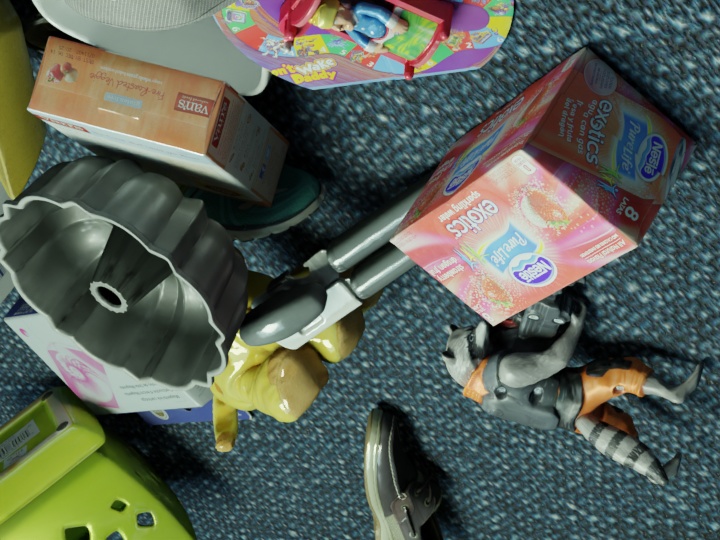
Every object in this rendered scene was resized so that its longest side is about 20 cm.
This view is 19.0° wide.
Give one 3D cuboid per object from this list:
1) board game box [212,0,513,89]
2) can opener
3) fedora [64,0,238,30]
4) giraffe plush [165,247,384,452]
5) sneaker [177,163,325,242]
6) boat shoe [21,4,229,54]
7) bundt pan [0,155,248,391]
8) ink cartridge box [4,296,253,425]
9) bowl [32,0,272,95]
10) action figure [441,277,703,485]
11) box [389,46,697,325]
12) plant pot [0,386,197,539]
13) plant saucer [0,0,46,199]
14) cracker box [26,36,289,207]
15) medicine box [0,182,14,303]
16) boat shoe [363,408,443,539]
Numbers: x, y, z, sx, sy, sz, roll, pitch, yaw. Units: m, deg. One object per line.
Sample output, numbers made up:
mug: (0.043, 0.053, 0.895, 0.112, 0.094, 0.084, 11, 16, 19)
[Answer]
board game box: (-0.002, -0.157, 1.361, 0.198, 0.039, 0.158, -5, 144, 18)
can opener: (0.000, 0.000, 1.571, 0.199, 0.067, 0.053, -36, 110, 20)
fedora: (-0.112, -0.205, 1.275, 0.198, 0.177, 0.091, -10, 127, 4)
giraffe plush: (-0.104, 0.025, 1.702, 0.162, 0.173, 0.200, 42, 136, -14)
sneaker: (-0.119, -0.081, 1.663, 0.199, 0.078, 0.080, 19, 140, 28)
boat shoe: (-0.166, -0.169, 1.580, 0.199, 0.065, 0.073, 12, 145, 36)
bundt pan: (-0.165, -0.007, 1.568, 0.201, 0.076, 0.203, 23, 147, 16)
ink cartridge box: (-0.229, 0.096, 2.095, 0.200, 0.043, 0.196, 49, 149, -22)
bowl: (-0.137, -0.222, 1.447, 0.198, 0.075, 0.201, 21, 149, 18)
action figure: (0.151, 0.077, 1.585, 0.192, 0.105, 0.200, 17, 151, 12)
box: (0.118, -0.050, 1.423, 0.102, 0.095, 0.200, 39, 152, -10)
plant pot: (-0.308, 0.244, 2.202, 0.182, 0.200, 0.199, 54, 175, -21)
plant saucer: (-0.297, -0.186, 1.645, 0.201, 0.048, 0.201, 58, 164, 29)
cracker box: (-0.139, -0.103, 1.534, 0.133, 0.058, 0.200, 15, 175, 12)
medicine box: (-0.430, -0.011, 1.993, 0.199, 0.183, 0.103, 13, 146, 35)
boat shoe: (0.042, 0.202, 1.940, 0.064, 0.072, 0.201, 0, 130, 11)
